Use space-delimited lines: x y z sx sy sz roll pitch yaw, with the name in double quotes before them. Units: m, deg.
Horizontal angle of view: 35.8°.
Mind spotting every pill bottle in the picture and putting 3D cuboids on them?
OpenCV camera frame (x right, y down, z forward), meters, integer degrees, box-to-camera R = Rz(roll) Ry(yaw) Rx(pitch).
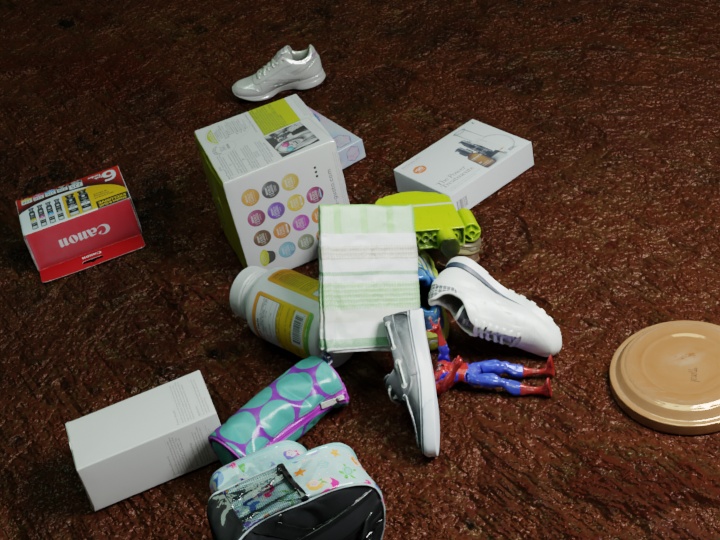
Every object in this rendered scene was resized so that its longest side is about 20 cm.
"pill bottle" -0.099 0.061 1.653 0.198 0.112 0.111 21 48 38

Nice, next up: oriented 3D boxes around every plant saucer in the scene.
"plant saucer" 0.425 0.132 1.459 0.196 0.033 0.202 -9 37 7

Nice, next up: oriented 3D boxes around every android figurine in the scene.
"android figurine" 0.087 -0.071 1.692 0.178 0.042 0.201 -6 25 -8

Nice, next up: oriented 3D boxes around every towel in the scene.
"towel" 0.010 0.010 1.537 0.146 0.204 0.031 0 -6 -20

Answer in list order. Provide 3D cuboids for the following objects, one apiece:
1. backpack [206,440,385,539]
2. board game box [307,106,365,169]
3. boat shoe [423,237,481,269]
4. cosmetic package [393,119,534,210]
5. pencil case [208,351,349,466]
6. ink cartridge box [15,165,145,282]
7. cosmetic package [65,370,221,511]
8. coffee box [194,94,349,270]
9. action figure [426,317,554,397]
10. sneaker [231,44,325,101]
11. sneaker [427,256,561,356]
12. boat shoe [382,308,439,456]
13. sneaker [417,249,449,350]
"backpack" -0.074 0.290 1.290 0.197 0.180 0.151 -20 41 -16
"board game box" -0.125 -0.220 2.091 0.198 0.042 0.199 -30 40 -22
"boat shoe" 0.097 -0.035 1.749 0.198 0.069 0.072 16 28 33
"cosmetic package" 0.179 -0.179 1.934 0.199 0.052 0.150 -34 38 -25
"pencil case" -0.106 0.198 1.497 0.199 0.086 0.092 -37 36 -28
"ink cartridge box" -0.500 -0.084 1.997 0.197 0.085 0.176 -21 37 -11
"cosmetic package" -0.289 0.228 1.516 0.197 0.086 0.108 -21 36 -9
"coffee box" -0.143 -0.139 1.855 0.195 0.202 0.201 -22 37 -11
"action figure" 0.157 0.121 1.508 0.196 0.100 0.066 -3 39 19
"sneaker" -0.176 -0.415 2.317 0.196 0.101 0.075 -15 38 0
"sneaker" 0.185 0.068 1.547 0.198 0.077 0.081 32 51 7
"boat shoe" 0.064 0.149 1.472 0.066 0.072 0.204 -10 69 5
"sneaker" 0.086 0.011 1.628 0.074 0.106 0.202 -15 53 -6
